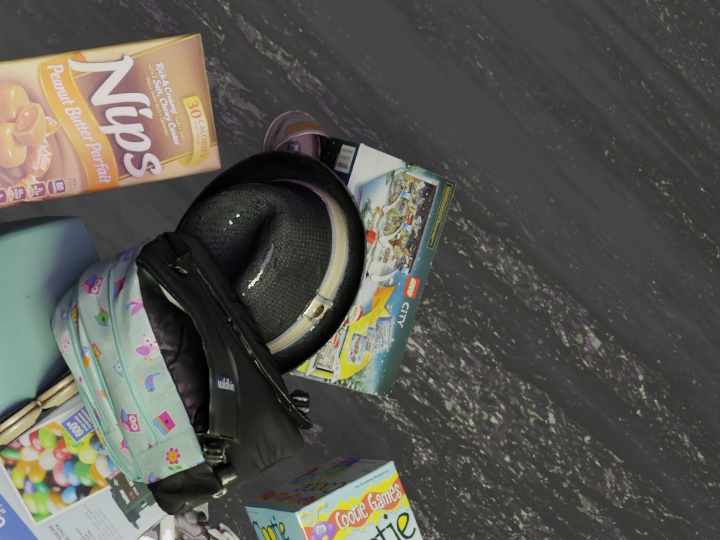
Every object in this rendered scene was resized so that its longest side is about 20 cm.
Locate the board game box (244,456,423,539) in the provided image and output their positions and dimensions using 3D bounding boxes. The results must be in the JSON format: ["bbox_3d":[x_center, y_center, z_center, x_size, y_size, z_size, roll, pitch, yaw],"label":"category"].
[{"bbox_3d":[-0.001,0.271,1.700,0.103,0.105,0.200,-25,100,-27],"label":"board game box"}]

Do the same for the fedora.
[{"bbox_3d":[-0.096,-0.008,1.609,0.092,0.201,0.201,19,88,-62],"label":"fedora"}]

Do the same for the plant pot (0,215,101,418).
[{"bbox_3d":[-0.302,0.038,1.573,0.200,0.141,0.141,-28,104,-25],"label":"plant pot"}]

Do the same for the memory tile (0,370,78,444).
[{"bbox_3d":[-0.294,0.137,1.573,0.200,0.153,0.017,-37,94,-12],"label":"memory tile"}]

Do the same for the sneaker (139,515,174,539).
[{"bbox_3d":[-0.212,0.144,1.611,0.099,0.071,0.200,-1,65,-21],"label":"sneaker"}]

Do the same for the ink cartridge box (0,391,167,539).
[{"bbox_3d":[-0.228,0.176,1.538,0.200,0.042,0.119,-38,85,-25],"label":"ink cartridge box"}]

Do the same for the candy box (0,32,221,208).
[{"bbox_3d":[-0.222,-0.123,1.624,0.200,0.055,0.116,-11,99,-18],"label":"candy box"}]

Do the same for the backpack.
[{"bbox_3d":[-0.141,0.075,1.507,0.127,0.167,0.200,-27,89,21],"label":"backpack"}]

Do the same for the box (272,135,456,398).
[{"bbox_3d":[0.000,0.000,1.692,0.137,0.038,0.200,19,88,-50],"label":"box"}]

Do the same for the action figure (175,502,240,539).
[{"bbox_3d":[-0.180,0.260,1.672,0.130,0.069,0.200,32,80,-12],"label":"action figure"}]

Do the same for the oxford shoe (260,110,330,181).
[{"bbox_3d":[-0.054,-0.035,1.692,0.075,0.058,0.200,-1,97,-22],"label":"oxford shoe"}]
